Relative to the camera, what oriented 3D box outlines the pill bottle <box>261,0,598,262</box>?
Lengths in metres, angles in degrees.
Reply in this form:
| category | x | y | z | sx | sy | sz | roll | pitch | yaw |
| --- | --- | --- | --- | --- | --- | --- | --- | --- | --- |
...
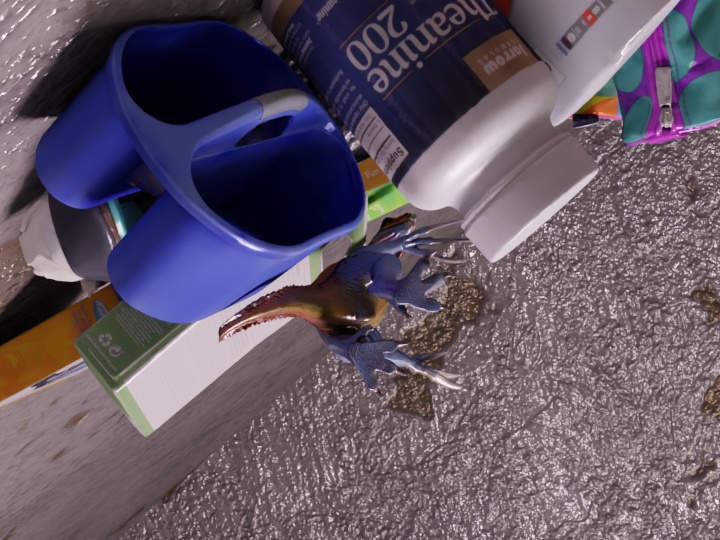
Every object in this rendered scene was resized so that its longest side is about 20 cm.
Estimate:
| category | x | y | z | sx | sy | sz | roll | pitch | yaw |
| --- | --- | --- | --- | --- | --- | --- | --- | --- | --- |
| pill bottle | 0.043 | -0.108 | 0.794 | 0.111 | 0.201 | 0.111 | -39 | 174 | -5 |

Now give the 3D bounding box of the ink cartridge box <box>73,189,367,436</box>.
| category | x | y | z | sx | sy | sz | roll | pitch | yaw |
| --- | --- | --- | --- | --- | --- | --- | --- | --- | --- |
| ink cartridge box | -0.085 | 0.019 | 0.902 | 0.200 | 0.048 | 0.146 | -40 | 167 | -12 |

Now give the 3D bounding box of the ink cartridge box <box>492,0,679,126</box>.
| category | x | y | z | sx | sy | sz | roll | pitch | yaw |
| --- | --- | --- | --- | --- | --- | --- | --- | --- | --- |
| ink cartridge box | 0.109 | -0.194 | 0.767 | 0.050 | 0.163 | 0.200 | -37 | 173 | -27 |

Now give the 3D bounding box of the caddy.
| category | x | y | z | sx | sy | sz | roll | pitch | yaw |
| --- | --- | --- | --- | --- | --- | --- | --- | --- | --- |
| caddy | -0.073 | -0.060 | 0.728 | 0.105 | 0.142 | 0.200 | -39 | 175 | 26 |

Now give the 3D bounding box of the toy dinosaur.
| category | x | y | z | sx | sy | sz | roll | pitch | yaw |
| --- | --- | --- | --- | --- | --- | --- | --- | --- | --- |
| toy dinosaur | 0.000 | 0.000 | 0.845 | 0.106 | 0.198 | 0.181 | -67 | -157 | 7 |

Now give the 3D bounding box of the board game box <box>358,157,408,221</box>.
| category | x | y | z | sx | sy | sz | roll | pitch | yaw |
| --- | --- | --- | --- | --- | --- | --- | --- | --- | --- |
| board game box | -0.002 | -0.051 | 0.958 | 0.198 | 0.030 | 0.096 | -28 | 171 | -12 |

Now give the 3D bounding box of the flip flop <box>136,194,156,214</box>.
| category | x | y | z | sx | sy | sz | roll | pitch | yaw |
| --- | --- | --- | --- | --- | --- | --- | --- | --- | --- |
| flip flop | -0.107 | -0.042 | 1.005 | 0.199 | 0.058 | 0.081 | -33 | 171 | -46 |

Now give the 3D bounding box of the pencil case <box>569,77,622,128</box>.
| category | x | y | z | sx | sy | sz | roll | pitch | yaw |
| --- | --- | --- | --- | --- | --- | --- | --- | --- | --- |
| pencil case | 0.148 | -0.194 | 0.910 | 0.088 | 0.087 | 0.203 | -22 | 120 | -68 |

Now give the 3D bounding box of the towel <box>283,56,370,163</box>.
| category | x | y | z | sx | sy | sz | roll | pitch | yaw |
| --- | --- | --- | --- | --- | --- | --- | --- | --- | --- |
| towel | 0.018 | -0.141 | 0.965 | 0.200 | 0.086 | 0.165 | -41 | 172 | 22 |

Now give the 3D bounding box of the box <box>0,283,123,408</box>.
| category | x | y | z | sx | sy | sz | roll | pitch | yaw |
| --- | --- | --- | --- | --- | --- | --- | --- | --- | --- |
| box | -0.189 | 0.043 | 0.988 | 0.199 | 0.042 | 0.119 | -29 | 177 | 28 |

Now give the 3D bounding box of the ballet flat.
| category | x | y | z | sx | sy | sz | roll | pitch | yaw |
| --- | --- | --- | --- | --- | --- | --- | --- | --- | --- |
| ballet flat | -0.165 | -0.017 | 0.823 | 0.073 | 0.073 | 0.200 | -39 | 180 | -4 |

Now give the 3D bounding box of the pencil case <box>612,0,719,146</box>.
| category | x | y | z | sx | sy | sz | roll | pitch | yaw |
| --- | --- | --- | --- | --- | --- | --- | --- | --- | --- |
| pencil case | 0.176 | -0.177 | 0.827 | 0.084 | 0.202 | 0.093 | -9 | -156 | 25 |
